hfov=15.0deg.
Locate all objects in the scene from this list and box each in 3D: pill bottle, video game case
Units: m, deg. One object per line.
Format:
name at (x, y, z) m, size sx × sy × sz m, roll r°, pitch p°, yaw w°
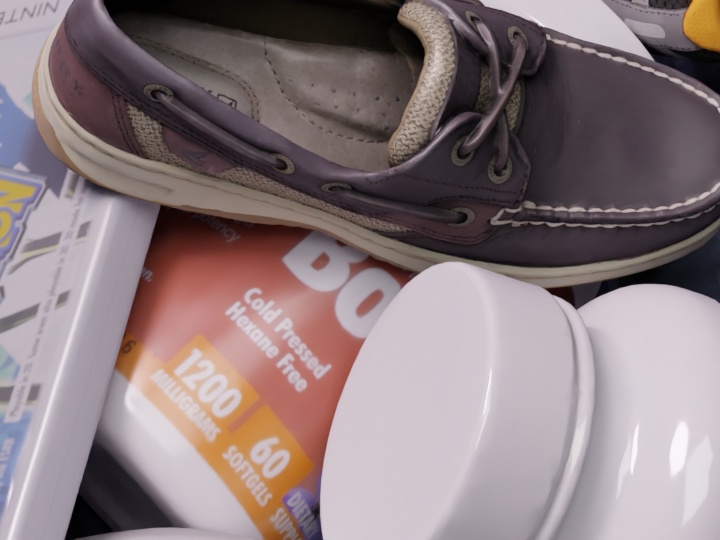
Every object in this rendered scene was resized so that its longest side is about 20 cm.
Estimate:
pill bottle at (0.000, 0.000, 0.814) m, size 0.112 × 0.112 × 0.200 m, roll 42°, pitch 72°, yaw 14°
video game case at (-0.135, 0.002, 0.793) m, size 0.182 × 0.022 × 0.200 m, roll -8°, pitch 56°, yaw 36°
pill bottle at (0.097, 0.071, 0.748) m, size 0.200 × 0.120 × 0.120 m, roll 20°, pitch 65°, yaw -23°

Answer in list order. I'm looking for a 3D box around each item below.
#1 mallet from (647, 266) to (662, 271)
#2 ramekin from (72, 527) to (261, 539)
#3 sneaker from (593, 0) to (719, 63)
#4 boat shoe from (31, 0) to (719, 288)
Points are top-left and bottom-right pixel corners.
mallet at (0.164, -0.067, 0.895) m, size 0.066 × 0.041 × 0.200 m, roll 36°, pitch 75°, yaw 9°
ramekin at (-0.051, 0.173, 0.706) m, size 0.202 × 0.094 × 0.203 m, roll 0°, pitch 96°, yaw 0°
sneaker at (0.155, -0.119, 0.837) m, size 0.200 × 0.078 × 0.077 m, roll -33°, pitch 30°, yaw -9°
boat shoe at (0.014, -0.043, 0.734) m, size 0.200 × 0.065 × 0.072 m, roll 11°, pitch 71°, yaw -10°
